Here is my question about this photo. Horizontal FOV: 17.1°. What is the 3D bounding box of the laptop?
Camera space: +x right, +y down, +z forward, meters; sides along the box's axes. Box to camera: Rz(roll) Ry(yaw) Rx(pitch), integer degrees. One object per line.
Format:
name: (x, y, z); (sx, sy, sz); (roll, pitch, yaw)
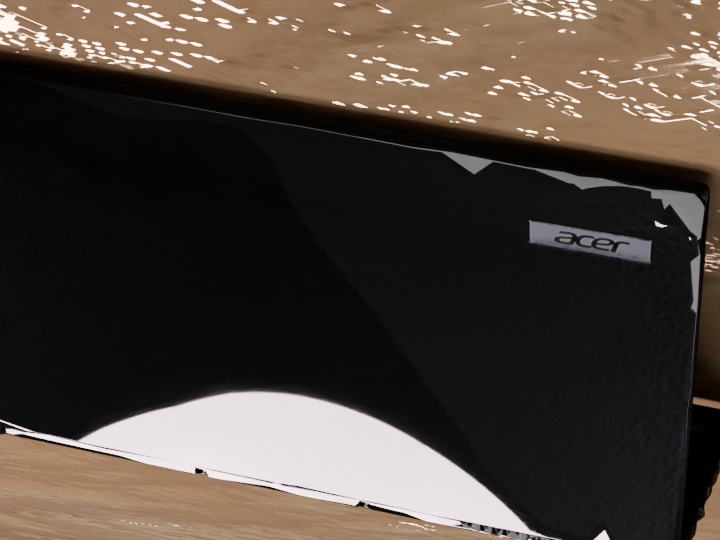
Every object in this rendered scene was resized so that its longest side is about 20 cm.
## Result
laptop: (0.000, 0.000, 0.564); (0.176, 0.104, 0.200); (11, -167, 13)
